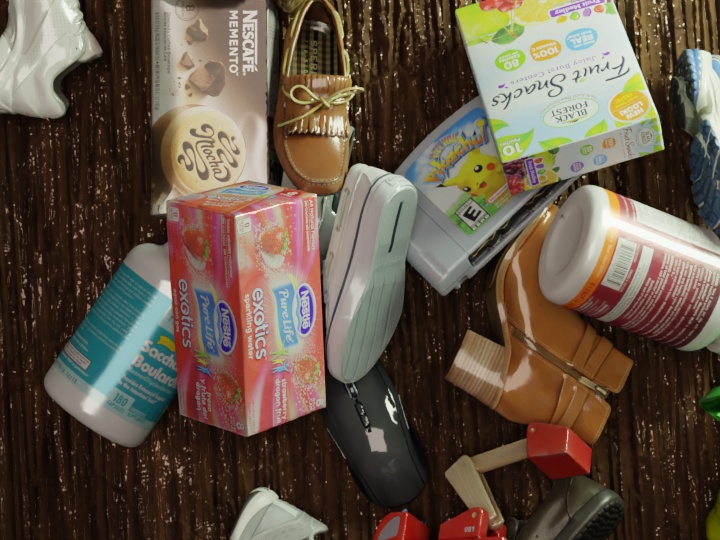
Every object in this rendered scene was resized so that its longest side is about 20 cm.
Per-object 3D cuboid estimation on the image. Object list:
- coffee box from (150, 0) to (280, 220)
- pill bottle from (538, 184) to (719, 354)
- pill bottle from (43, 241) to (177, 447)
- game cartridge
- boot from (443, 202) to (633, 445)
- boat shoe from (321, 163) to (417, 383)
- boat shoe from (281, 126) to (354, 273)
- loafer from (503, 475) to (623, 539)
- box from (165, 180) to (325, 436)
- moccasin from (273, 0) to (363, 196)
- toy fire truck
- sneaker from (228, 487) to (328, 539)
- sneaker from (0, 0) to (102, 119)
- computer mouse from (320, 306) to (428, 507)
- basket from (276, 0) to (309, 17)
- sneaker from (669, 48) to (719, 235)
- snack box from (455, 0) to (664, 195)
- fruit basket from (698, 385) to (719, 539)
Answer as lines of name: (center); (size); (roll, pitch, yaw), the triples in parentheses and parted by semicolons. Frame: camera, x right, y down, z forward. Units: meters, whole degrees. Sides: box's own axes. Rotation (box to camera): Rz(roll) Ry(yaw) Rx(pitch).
coffee box: (-0.133, -0.149, 1.762); (0.112, 0.080, 0.201); (0, 87, 6)
pill bottle: (0.267, 0.007, 1.678); (0.199, 0.110, 0.110); (20, 89, -16)
pill bottle: (-0.194, 0.053, 1.742); (0.111, 0.111, 0.201); (34, 91, 6)
game cartridge: (0.108, -0.084, 1.727); (0.200, 0.040, 0.133); (-43, 49, -3)
boot: (0.182, 0.048, 1.729); (0.155, 0.077, 0.201); (25, 76, -2)
boat shoe: (0.000, 0.000, 1.711); (0.067, 0.073, 0.201); (32, 113, 37)
boat shoe: (-0.038, -0.043, 1.751); (0.071, 0.070, 0.202); (5, 82, 6)
loafer: (0.152, 0.262, 1.729); (0.200, 0.073, 0.071); (-45, 54, 3)
box: (-0.099, 0.031, 1.670); (0.094, 0.102, 0.201); (13, 111, 43)
moccasin: (-0.037, -0.158, 1.716); (0.073, 0.078, 0.202); (9, 57, -6)
toy fire truck: (0.104, 0.215, 1.709); (0.199, 0.049, 0.142); (-9, 57, 34)
sneaker: (-0.088, 0.310, 1.740); (0.115, 0.075, 0.201); (24, 89, 4)
sneaker: (-0.286, -0.236, 1.792); (0.099, 0.078, 0.201); (14, 97, -1)
computer mouse: (-0.027, 0.134, 1.755); (0.140, 0.046, 0.201); (-20, 86, 3)
basket: (-0.036, -0.353, 1.732); (0.200, 0.143, 0.149); (-36, 85, 2)
sneaker: (0.338, -0.117, 1.693); (0.085, 0.077, 0.201); (0, 58, -8)
snack box: (0.175, -0.173, 1.698); (0.141, 0.053, 0.201); (-17, 50, 5)
fruit basket: (0.383, 0.180, 1.670); (0.214, 0.156, 0.217); (1, 82, -6)
